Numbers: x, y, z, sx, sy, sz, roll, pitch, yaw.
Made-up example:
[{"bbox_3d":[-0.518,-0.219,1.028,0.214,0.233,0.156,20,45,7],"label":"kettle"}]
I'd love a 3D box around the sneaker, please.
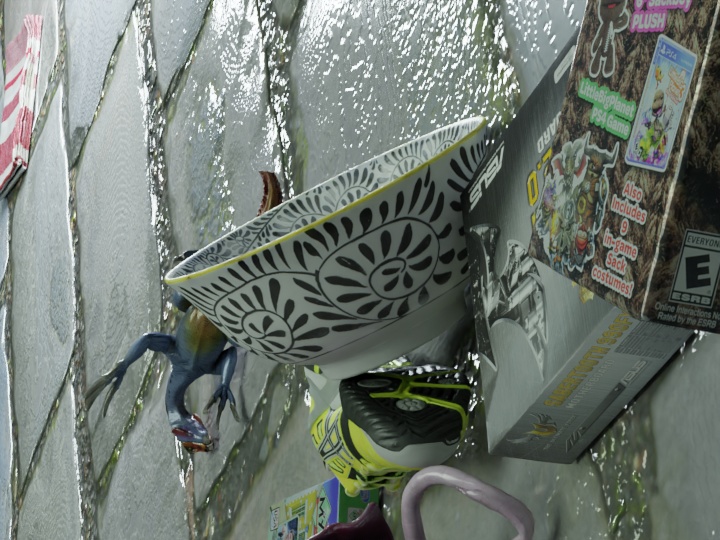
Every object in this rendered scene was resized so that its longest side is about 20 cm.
[{"bbox_3d":[0.018,0.092,1.222,0.200,0.075,0.076,-152,59,-77],"label":"sneaker"}]

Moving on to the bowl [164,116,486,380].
[{"bbox_3d":[0.000,0.000,1.195,0.094,0.201,0.201,64,162,-8],"label":"bowl"}]

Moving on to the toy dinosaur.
[{"bbox_3d":[-0.106,0.057,1.613,0.200,0.105,0.182,-49,-9,-25],"label":"toy dinosaur"}]

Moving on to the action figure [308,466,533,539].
[{"bbox_3d":[0.003,0.191,1.128,0.149,0.134,0.200,-51,-22,-22],"label":"action figure"}]

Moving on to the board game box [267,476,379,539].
[{"bbox_3d":[-0.029,0.236,1.329,0.135,0.029,0.200,144,132,-65],"label":"board game box"}]

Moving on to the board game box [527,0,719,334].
[{"bbox_3d":[0.167,-0.077,0.729,0.097,0.159,0.200,-144,64,-67],"label":"board game box"}]

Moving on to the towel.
[{"bbox_3d":[-0.425,-0.201,2.645,0.144,0.023,0.200,143,132,-64],"label":"towel"}]

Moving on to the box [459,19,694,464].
[{"bbox_3d":[0.113,-0.024,1.020,0.200,0.048,0.159,124,149,-51],"label":"box"}]
